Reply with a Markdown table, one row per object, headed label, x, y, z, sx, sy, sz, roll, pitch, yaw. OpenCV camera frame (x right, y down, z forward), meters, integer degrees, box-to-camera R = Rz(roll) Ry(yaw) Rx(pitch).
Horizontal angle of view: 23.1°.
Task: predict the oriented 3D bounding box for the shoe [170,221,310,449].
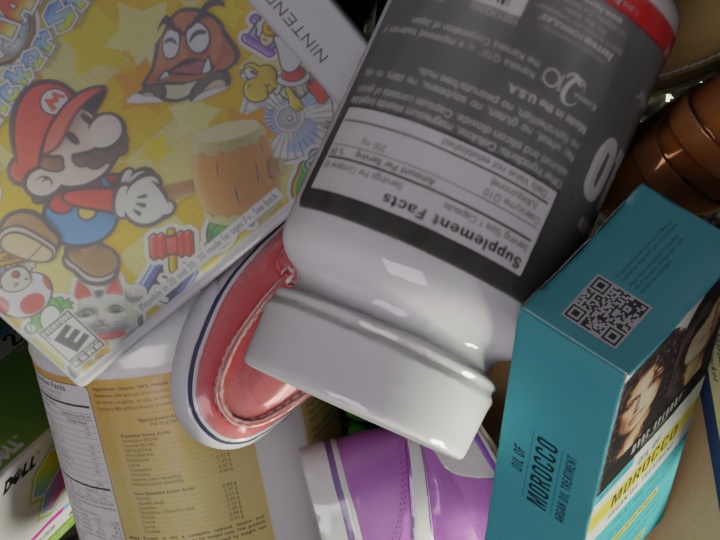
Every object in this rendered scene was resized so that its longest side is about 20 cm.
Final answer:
| label | x | y | z | sx | sy | sz | roll | pitch | yaw |
| --- | --- | --- | --- | --- | --- | --- | --- | --- | --- |
| shoe | 0.000 | 0.000 | 0.792 | 0.071 | 0.200 | 0.091 | 51 | 155 | -22 |

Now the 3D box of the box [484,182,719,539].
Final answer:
| label | x | y | z | sx | sy | sz | roll | pitch | yaw |
| --- | --- | --- | --- | --- | --- | --- | --- | --- | --- |
| box | 0.099 | 0.063 | 0.722 | 0.049 | 0.082 | 0.200 | 34 | 148 | 23 |

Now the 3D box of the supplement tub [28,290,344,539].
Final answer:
| label | x | y | z | sx | sy | sz | roll | pitch | yaw |
| --- | --- | --- | --- | --- | --- | --- | --- | --- | --- |
| supplement tub | -0.085 | 0.065 | 0.885 | 0.144 | 0.145 | 0.200 | -3 | 109 | 22 |

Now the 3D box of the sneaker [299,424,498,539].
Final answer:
| label | x | y | z | sx | sy | sz | roll | pitch | yaw |
| --- | --- | --- | --- | --- | --- | --- | --- | --- | --- |
| sneaker | 0.046 | 0.162 | 0.843 | 0.114 | 0.073 | 0.201 | -14 | 117 | -5 |

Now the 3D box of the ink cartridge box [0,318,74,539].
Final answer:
| label | x | y | z | sx | sy | sz | roll | pitch | yaw |
| --- | --- | --- | --- | --- | --- | --- | --- | --- | --- |
| ink cartridge box | -0.183 | 0.063 | 0.919 | 0.076 | 0.148 | 0.200 | 25 | 117 | 10 |

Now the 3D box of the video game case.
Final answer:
| label | x | y | z | sx | sy | sz | roll | pitch | yaw |
| --- | --- | --- | --- | --- | --- | --- | --- | --- | --- |
| video game case | -0.104 | -0.070 | 0.740 | 0.200 | 0.023 | 0.182 | -39 | 120 | 7 |

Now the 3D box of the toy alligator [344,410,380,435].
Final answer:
| label | x | y | z | sx | sy | sz | roll | pitch | yaw |
| --- | --- | --- | --- | --- | --- | --- | --- | --- | --- |
| toy alligator | 0.013 | 0.071 | 0.878 | 0.059 | 0.054 | 0.200 | 17 | 103 | 47 |

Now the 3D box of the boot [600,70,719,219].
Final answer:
| label | x | y | z | sx | sy | sz | roll | pitch | yaw |
| --- | --- | --- | --- | --- | --- | --- | --- | --- | --- |
| boot | 0.160 | -0.066 | 0.713 | 0.155 | 0.200 | 0.074 | -25 | 71 | 20 |

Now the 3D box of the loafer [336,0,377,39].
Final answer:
| label | x | y | z | sx | sy | sz | roll | pitch | yaw |
| --- | --- | --- | --- | --- | --- | --- | --- | --- | --- |
| loafer | -0.026 | -0.162 | 0.816 | 0.063 | 0.072 | 0.200 | 17 | 118 | 20 |

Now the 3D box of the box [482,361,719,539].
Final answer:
| label | x | y | z | sx | sy | sz | roll | pitch | yaw |
| --- | --- | --- | --- | --- | --- | --- | --- | --- | --- |
| box | 0.105 | 0.121 | 0.854 | 0.163 | 0.021 | 0.200 | 45 | 117 | 33 |

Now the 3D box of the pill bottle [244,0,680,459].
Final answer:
| label | x | y | z | sx | sy | sz | roll | pitch | yaw |
| --- | --- | --- | --- | --- | --- | --- | --- | --- | --- |
| pill bottle | 0.039 | -0.034 | 0.703 | 0.114 | 0.114 | 0.200 | 23 | 84 | 10 |

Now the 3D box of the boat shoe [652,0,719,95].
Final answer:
| label | x | y | z | sx | sy | sz | roll | pitch | yaw |
| --- | --- | --- | --- | --- | --- | --- | --- | --- | --- |
| boat shoe | 0.171 | -0.134 | 0.747 | 0.200 | 0.076 | 0.072 | -35 | 96 | 29 |

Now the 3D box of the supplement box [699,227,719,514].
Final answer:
| label | x | y | z | sx | sy | sz | roll | pitch | yaw |
| --- | --- | --- | --- | --- | --- | --- | --- | --- | --- |
| supplement box | 0.261 | 0.043 | 0.673 | 0.200 | 0.200 | 0.134 | -17 | 107 | -12 |
